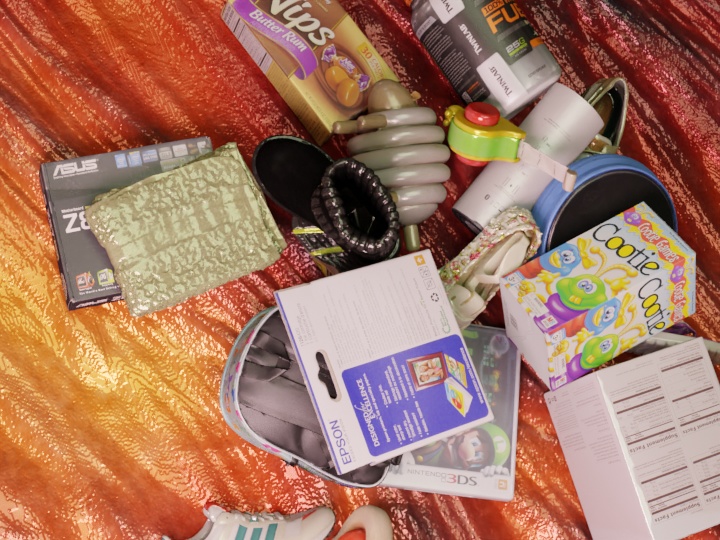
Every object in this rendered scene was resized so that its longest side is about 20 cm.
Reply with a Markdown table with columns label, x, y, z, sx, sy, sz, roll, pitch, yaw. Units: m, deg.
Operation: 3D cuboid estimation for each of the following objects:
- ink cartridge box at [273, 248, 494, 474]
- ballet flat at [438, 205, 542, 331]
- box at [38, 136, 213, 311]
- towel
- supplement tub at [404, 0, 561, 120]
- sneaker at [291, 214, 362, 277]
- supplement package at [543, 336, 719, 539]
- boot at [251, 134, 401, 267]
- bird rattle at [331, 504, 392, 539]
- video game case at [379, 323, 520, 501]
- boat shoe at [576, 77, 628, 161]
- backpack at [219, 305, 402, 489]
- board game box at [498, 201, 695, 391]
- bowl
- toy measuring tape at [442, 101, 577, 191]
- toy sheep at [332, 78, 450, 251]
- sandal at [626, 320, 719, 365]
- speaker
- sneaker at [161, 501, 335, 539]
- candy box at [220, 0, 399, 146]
| label | x | y | z | sx | sy | sz | roll | pitch | yaw |
| --- | --- | --- | --- | --- | --- | --- | --- | --- | --- |
| ink cartridge box | 0.020 | 0.094 | 1.479 | 0.198 | 0.047 | 0.200 | -15 | 79 | -27 |
| ballet flat | 0.134 | 0.010 | 1.618 | 0.075 | 0.064 | 0.201 | 40 | 88 | -29 |
| box | -0.248 | -0.054 | 1.591 | 0.197 | 0.049 | 0.164 | -10 | 78 | -19 |
| towel | -0.190 | -0.043 | 1.562 | 0.198 | 0.036 | 0.150 | -25 | 86 | -22 |
| supplement tub | 0.143 | -0.283 | 1.718 | 0.122 | 0.123 | 0.201 | -35 | 88 | -20 |
| sneaker | 0.000 | 0.000 | 1.626 | 0.075 | 0.076 | 0.201 | -36 | 86 | 0 |
| supplement package | 0.334 | 0.205 | 1.635 | 0.149 | 0.152 | 0.203 | -15 | 81 | -19 |
| boot | -0.038 | -0.087 | 1.516 | 0.210 | 0.158 | 0.080 | 36 | 86 | 10 |
| bird rattle | -0.007 | 0.324 | 1.498 | 0.111 | 0.201 | 0.165 | 13 | 49 | -12 |
| video game case | 0.098 | 0.158 | 1.649 | 0.179 | 0.023 | 0.203 | 9 | 74 | -14 |
| boat shoe | 0.278 | -0.153 | 1.752 | 0.074 | 0.068 | 0.202 | 23 | 72 | -9 |
| backpack | -0.052 | 0.128 | 1.542 | 0.198 | 0.150 | 0.180 | 25 | 78 | -20 |
| board game box | 0.271 | 0.029 | 1.608 | 0.198 | 0.106 | 0.103 | -28 | 47 | -12 |
| bowl | 0.292 | -0.037 | 1.691 | 0.198 | 0.039 | 0.204 | -7 | 110 | -21 |
| toy measuring tape | 0.158 | -0.140 | 1.623 | 0.073 | 0.074 | 0.200 | -34 | 48 | -20 |
| toy sheep | 0.042 | -0.122 | 1.649 | 0.136 | 0.138 | 0.203 | -7 | 94 | -17 |
| sandal | 0.363 | 0.075 | 1.709 | 0.200 | 0.082 | 0.051 | 12 | 73 | -15 |
| speaker | 0.200 | -0.124 | 1.688 | 0.081 | 0.081 | 0.201 | 39 | 87 | -3 |
| sneaker | -0.123 | 0.284 | 1.530 | 0.198 | 0.070 | 0.094 | -24 | 90 | -17 |
| candy box | -0.061 | -0.266 | 1.692 | 0.116 | 0.056 | 0.201 | -37 | 90 | -20 |
